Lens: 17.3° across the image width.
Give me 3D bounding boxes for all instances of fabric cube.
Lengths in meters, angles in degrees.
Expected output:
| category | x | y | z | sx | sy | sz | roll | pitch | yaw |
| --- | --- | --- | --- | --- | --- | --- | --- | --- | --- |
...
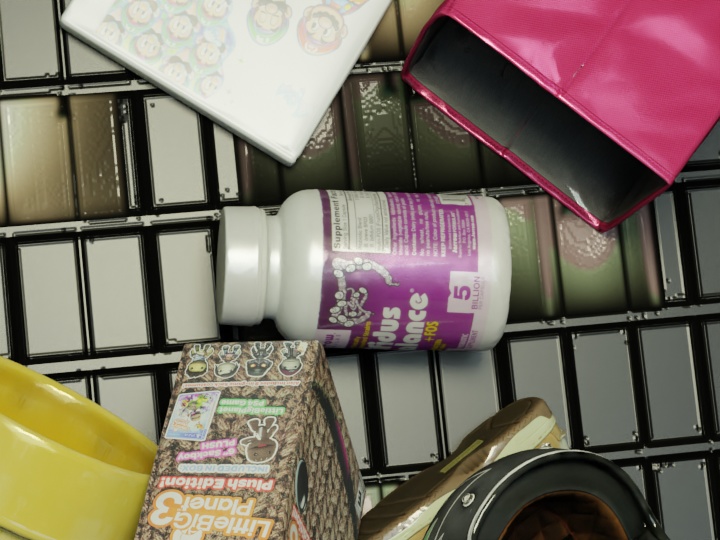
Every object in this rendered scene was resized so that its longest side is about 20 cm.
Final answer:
| category | x | y | z | sx | sy | sz | roll | pitch | yaw |
| --- | --- | --- | --- | --- | --- | --- | --- | --- | --- |
| fabric cube | 0.173 | -0.176 | 1.672 | 0.200 | 0.196 | 0.200 | 37 | 79 | -1 |

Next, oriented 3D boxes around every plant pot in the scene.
| category | x | y | z | sx | sy | sz | roll | pitch | yaw |
| --- | --- | --- | --- | --- | --- | --- | --- | --- | --- |
| plant pot | -0.250 | 0.172 | 1.573 | 0.200 | 0.201 | 0.190 | 28 | 95 | -3 |

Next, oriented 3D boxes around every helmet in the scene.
| category | x | y | z | sx | sy | sz | roll | pitch | yaw |
| --- | --- | --- | --- | --- | --- | --- | --- | --- | --- |
| helmet | 0.124 | 0.224 | 1.581 | 0.199 | 0.201 | 0.191 | -26 | 47 | -11 |

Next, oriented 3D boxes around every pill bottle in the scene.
| category | x | y | z | sx | sy | sz | roll | pitch | yaw |
| --- | --- | --- | --- | --- | --- | --- | --- | --- | --- |
| pill bottle | 0.000 | 0.000 | 1.664 | 0.199 | 0.112 | 0.113 | 1 | 82 | -7 |

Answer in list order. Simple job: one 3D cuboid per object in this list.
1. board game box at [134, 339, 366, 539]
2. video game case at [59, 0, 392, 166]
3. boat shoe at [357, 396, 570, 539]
| category | x | y | z | sx | sy | sz | roll | pitch | yaw |
| --- | --- | --- | --- | --- | --- | --- | --- | --- | --- |
| board game box | -0.071 | 0.172 | 1.554 | 0.096 | 0.160 | 0.201 | -2 | 45 | 14 |
| video game case | -0.089 | -0.203 | 1.726 | 0.199 | 0.024 | 0.183 | 31 | 79 | -3 |
| boat shoe | 0.070 | 0.176 | 1.675 | 0.200 | 0.072 | 0.076 | -35 | 104 | -10 |
